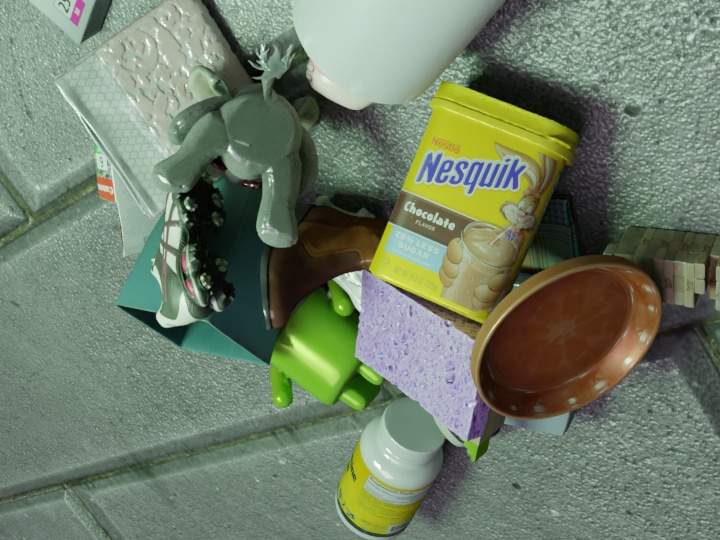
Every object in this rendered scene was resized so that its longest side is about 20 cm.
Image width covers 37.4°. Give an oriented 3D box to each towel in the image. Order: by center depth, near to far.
[{"bbox_3d":[0.180,0.007,1.174,0.146,0.022,0.201,4,124,33],"label":"towel"},{"bbox_3d":[-0.216,-0.187,1.209,0.201,0.190,0.032,57,176,-19],"label":"towel"}]

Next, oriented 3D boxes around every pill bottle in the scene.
[{"bbox_3d":[0.042,0.259,1.398,0.112,0.112,0.201,32,135,11],"label":"pill bottle"}]

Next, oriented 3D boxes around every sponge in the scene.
[{"bbox_3d":[0.065,0.083,1.135,0.200,0.030,0.112,33,125,45],"label":"sponge"}]

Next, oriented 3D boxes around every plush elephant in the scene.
[{"bbox_3d":[-0.121,-0.146,1.149,0.163,0.155,0.202,19,93,-9],"label":"plush elephant"}]

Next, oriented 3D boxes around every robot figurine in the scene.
[{"bbox_3d":[-0.054,0.087,1.332,0.199,0.116,0.176,37,113,8],"label":"robot figurine"}]

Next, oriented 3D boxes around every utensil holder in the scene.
[{"bbox_3d":[0.049,-0.270,0.952,0.170,0.170,0.200,43,138,0],"label":"utensil holder"}]

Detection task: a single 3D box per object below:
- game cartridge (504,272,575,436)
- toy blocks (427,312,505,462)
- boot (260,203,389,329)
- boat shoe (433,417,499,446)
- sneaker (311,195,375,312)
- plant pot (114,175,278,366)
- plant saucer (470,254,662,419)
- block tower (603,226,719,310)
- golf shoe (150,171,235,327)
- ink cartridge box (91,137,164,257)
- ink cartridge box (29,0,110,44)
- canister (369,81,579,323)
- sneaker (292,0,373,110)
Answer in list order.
[{"bbox_3d":[0.181,0.090,1.195,0.132,0.042,0.201,6,123,28],"label":"game cartridge"},{"bbox_3d":[0.102,0.093,1.177,0.136,0.100,0.201,31,134,30],"label":"toy blocks"},{"bbox_3d":[0.000,0.000,1.140,0.198,0.189,0.069,5,124,9],"label":"boot"},{"bbox_3d":[0.096,0.134,1.293,0.060,0.074,0.201,-22,111,43],"label":"boat shoe"},{"bbox_3d":[0.009,-0.010,1.244,0.199,0.075,0.100,33,131,8],"label":"sneaker"},{"bbox_3d":[-0.163,-0.014,1.262,0.140,0.201,0.141,9,160,31],"label":"plant pot"},{"bbox_3d":[0.198,0.064,1.037,0.032,0.199,0.201,-119,25,-45],"label":"plant saucer"},{"bbox_3d":[0.341,0.002,1.033,0.199,0.058,0.054,8,127,29],"label":"block tower"},{"bbox_3d":[-0.196,-0.034,1.160,0.088,0.201,0.077,-28,142,27],"label":"golf shoe"},{"bbox_3d":[-0.260,-0.127,1.278,0.050,0.108,0.202,16,115,49],"label":"ink cartridge box"},{"bbox_3d":[-0.352,-0.392,1.233,0.173,0.044,0.200,40,136,1],"label":"ink cartridge box"},{"bbox_3d":[0.109,-0.064,1.046,0.148,0.086,0.201,23,93,16],"label":"canister"},{"bbox_3d":[-0.041,-0.249,1.095,0.200,0.075,0.104,47,131,-10],"label":"sneaker"}]
